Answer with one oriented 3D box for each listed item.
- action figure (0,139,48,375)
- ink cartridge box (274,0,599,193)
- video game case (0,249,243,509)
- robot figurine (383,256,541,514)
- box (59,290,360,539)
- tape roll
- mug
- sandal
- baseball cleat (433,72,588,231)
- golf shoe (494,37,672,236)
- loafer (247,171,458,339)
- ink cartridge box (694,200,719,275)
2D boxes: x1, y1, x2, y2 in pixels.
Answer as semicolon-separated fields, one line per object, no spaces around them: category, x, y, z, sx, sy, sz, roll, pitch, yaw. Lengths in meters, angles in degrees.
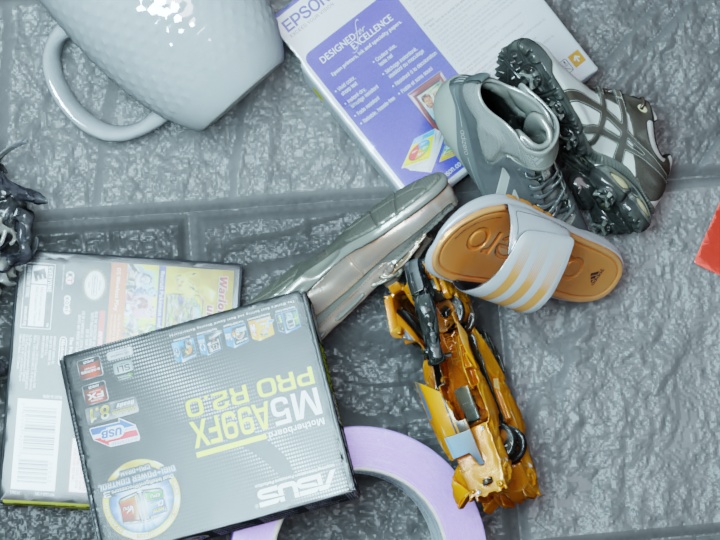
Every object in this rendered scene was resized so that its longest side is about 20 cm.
action figure;-0.307;-0.010;1.363;0.118;0.102;0.202;6;85;27
ink cartridge box;0.059;-0.181;1.455;0.197;0.047;0.200;-38;86;-8
video game case;-0.188;0.089;1.403;0.179;0.026;0.202;4;81;-5
robot figurine;0.075;0.085;1.367;0.058;0.145;0.201;-26;71;15
box;-0.115;0.119;1.343;0.199;0.044;0.161;-15;74;3
tape roll;-0.004;0.224;1.383;0.198;0.066;0.202;1;81;-5
mug;-0.167;-0.188;1.396;0.200;0.148;0.176;-39;95;21
sandal;0.142;-0.003;1.360;0.206;0.059;0.079;11;118;-39
baseball cleat;0.133;-0.069;1.386;0.200;0.106;0.070;48;69;-20
golf shoe;0.182;-0.123;1.425;0.095;0.078;0.200;-51;122;-22
loafer;0.000;0.000;1.406;0.199;0.072;0.063;-35;104;9
ink cartridge box;0.401;-0.034;1.466;0.199;0.057;0.163;27;81;-6
